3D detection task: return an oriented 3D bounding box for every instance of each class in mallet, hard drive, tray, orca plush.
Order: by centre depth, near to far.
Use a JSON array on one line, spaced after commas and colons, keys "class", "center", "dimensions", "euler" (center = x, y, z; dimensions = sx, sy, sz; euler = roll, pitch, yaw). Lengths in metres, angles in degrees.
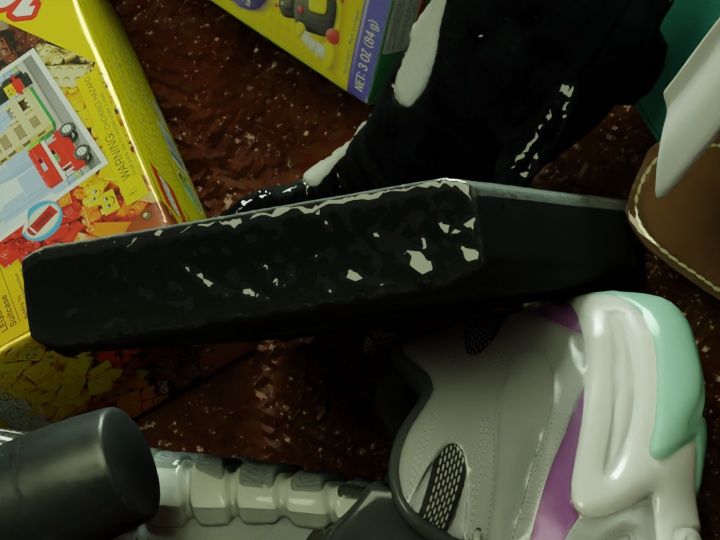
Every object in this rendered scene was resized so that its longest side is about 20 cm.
[{"class": "tray", "center": [0.152, -0.115, 0.777], "dimensions": [0.022, 0.107, 0.200], "euler": [37, 67, 4]}, {"class": "mallet", "center": [-0.061, 0.139, 0.791], "dimensions": [0.066, 0.041, 0.201], "euler": [-30, 83, 16]}, {"class": "hard drive", "center": [0.000, 0.000, 0.801], "dimensions": [0.139, 0.200, 0.033], "euler": [-9, 87, 19]}, {"class": "orca plush", "center": [0.035, -0.055, 0.840], "dimensions": [0.199, 0.105, 0.071], "euler": [-29, 37, 24]}]

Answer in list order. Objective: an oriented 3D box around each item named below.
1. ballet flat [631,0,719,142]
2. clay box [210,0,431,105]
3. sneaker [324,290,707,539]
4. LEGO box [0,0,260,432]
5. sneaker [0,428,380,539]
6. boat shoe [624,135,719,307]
[{"class": "ballet flat", "center": [0.108, -0.124, 0.896], "dimensions": [0.069, 0.069, 0.201], "euler": [-25, 80, 8]}, {"class": "clay box", "center": [-0.037, -0.158, 0.962], "dimensions": [0.047, 0.116, 0.200], "euler": [-15, 39, -43]}, {"class": "sneaker", "center": [0.042, 0.102, 0.757], "dimensions": [0.139, 0.078, 0.201], "euler": [-3, 57, -12]}, {"class": "LEGO box", "center": [-0.145, -0.026, 0.951], "dimensions": [0.148, 0.077, 0.201], "euler": [-30, 54, 5]}, {"class": "sneaker", "center": [-0.063, 0.118, 0.845], "dimensions": [0.198, 0.075, 0.116], "euler": [6, 86, 15]}, {"class": "boat shoe", "center": [0.167, 0.001, 0.785], "dimensions": [0.199, 0.074, 0.076], "euler": [23, 99, 33]}]
